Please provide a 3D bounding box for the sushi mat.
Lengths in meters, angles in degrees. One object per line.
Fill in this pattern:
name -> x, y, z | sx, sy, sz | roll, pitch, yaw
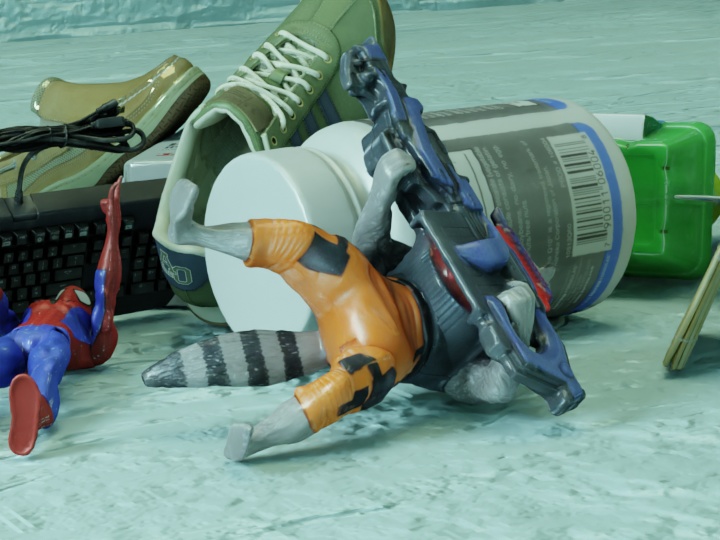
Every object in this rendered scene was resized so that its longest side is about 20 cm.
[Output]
sushi mat -> 0.190, -0.049, 1.003 | 0.012, 0.201, 0.096 | 25, 17, 7

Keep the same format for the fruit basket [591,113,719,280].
fruit basket -> 0.147, -0.050, 1.250 | 0.183, 0.095, 0.200 | 3, 9, 21

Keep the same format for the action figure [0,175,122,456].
action figure -> -0.150, 0.013, 0.975 | 0.065, 0.100, 0.200 | 0, 9, 4

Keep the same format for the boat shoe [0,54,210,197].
boat shoe -> -0.170, -0.085, 1.297 | 0.200, 0.076, 0.072 | -34, 4, 41

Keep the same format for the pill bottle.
pill bottle -> 0.030, -0.021, 1.062 | 0.199, 0.115, 0.113 | -9, 13, -35

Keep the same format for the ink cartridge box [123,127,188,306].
ink cartridge box -> -0.045, -0.040, 1.248 | 0.145, 0.084, 0.200 | -1, 12, 9

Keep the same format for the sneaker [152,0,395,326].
sneaker -> -0.046, -0.073, 1.098 | 0.067, 0.202, 0.090 | 23, -10, 22

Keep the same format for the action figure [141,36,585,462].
action figure -> 0.000, 0.000, 0.941 | 0.192, 0.201, 0.105 | -1, -36, -36

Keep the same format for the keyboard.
keyboard -> -0.172, -0.022, 1.083 | 0.198, 0.128, 0.021 | -10, 32, -30
